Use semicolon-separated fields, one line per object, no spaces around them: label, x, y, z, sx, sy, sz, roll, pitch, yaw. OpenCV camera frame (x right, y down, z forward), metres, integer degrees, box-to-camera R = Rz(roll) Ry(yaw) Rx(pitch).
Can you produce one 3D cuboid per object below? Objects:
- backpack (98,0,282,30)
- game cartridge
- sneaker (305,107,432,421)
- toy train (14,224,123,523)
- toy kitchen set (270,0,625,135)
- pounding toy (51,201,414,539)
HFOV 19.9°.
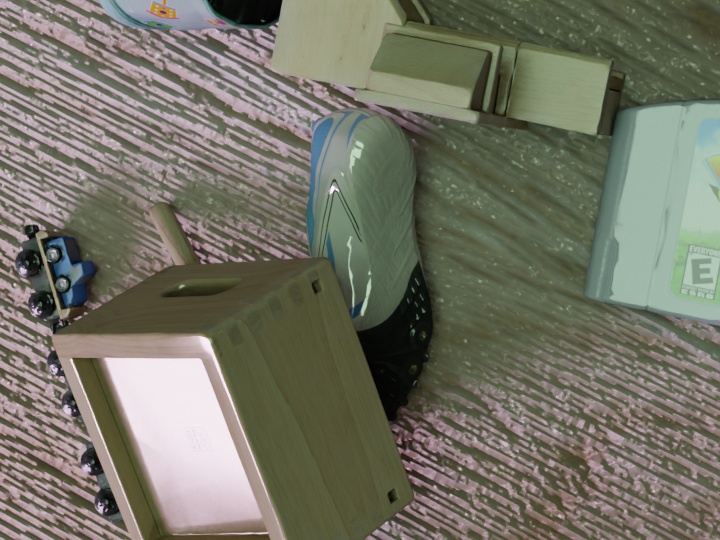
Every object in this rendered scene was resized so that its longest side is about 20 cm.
backpack;-0.106;-0.240;1.220;0.152;0.176;0.202;-4;98;22
game cartridge;0.237;-0.030;1.196;0.198;0.040;0.135;11;91;16
sneaker;0.000;0.000;1.259;0.072;0.071;0.202;16;109;57
toy train;-0.175;0.063;1.323;0.045;0.034;0.202;-20;86;13
toy kitchen set;0.055;-0.178;1.172;0.198;0.163;0.182;13;97;13
pounding toy;-0.081;0.065;1.229;0.199;0.142;0.186;-2;113;48
